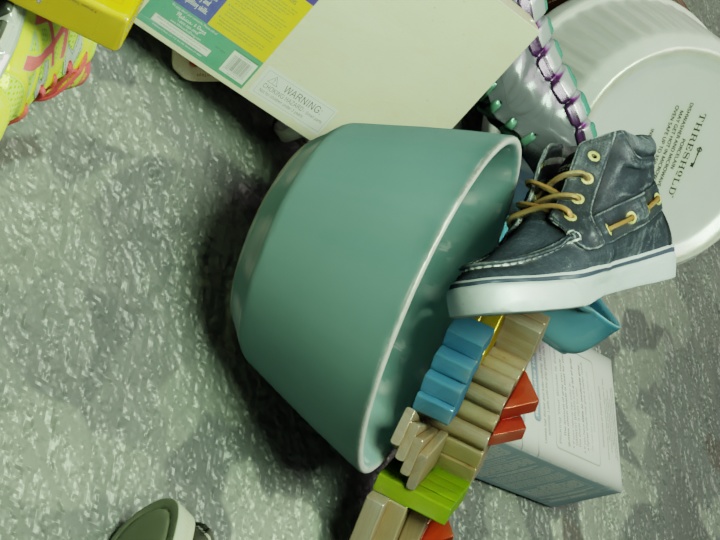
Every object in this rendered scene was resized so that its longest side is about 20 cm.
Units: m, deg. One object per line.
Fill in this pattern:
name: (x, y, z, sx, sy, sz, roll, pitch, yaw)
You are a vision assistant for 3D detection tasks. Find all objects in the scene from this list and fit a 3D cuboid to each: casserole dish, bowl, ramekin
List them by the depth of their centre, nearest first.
bowl: (0.000, 0.000, 0.916, 0.201, 0.105, 0.201, -60, 166, -26)
casserole dish: (0.101, -0.001, 1.085, 0.121, 0.039, 0.200, 35, 10, -14)
ramekin: (0.193, -0.091, 1.168, 0.202, 0.202, 0.094, 52, -4, -29)

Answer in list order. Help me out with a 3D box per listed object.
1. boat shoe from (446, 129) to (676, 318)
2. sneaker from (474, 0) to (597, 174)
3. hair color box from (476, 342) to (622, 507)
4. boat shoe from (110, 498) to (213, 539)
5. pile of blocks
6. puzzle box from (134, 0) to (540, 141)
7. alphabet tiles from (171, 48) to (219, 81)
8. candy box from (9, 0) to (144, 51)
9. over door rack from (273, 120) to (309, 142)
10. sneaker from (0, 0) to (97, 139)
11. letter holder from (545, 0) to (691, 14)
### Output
boat shoe: (0.109, -0.027, 0.936, 0.200, 0.071, 0.091, -13, 95, -52)
sneaker: (0.078, -0.117, 1.013, 0.087, 0.074, 0.200, -25, 105, -17)
hair color box: (0.097, 0.085, 1.102, 0.200, 0.061, 0.099, 27, 53, -48)
boat shoe: (-0.100, 0.198, 0.752, 0.061, 0.072, 0.201, 47, 39, -28)
pile of blocks: (0.060, 0.090, 0.953, 0.200, 0.062, 0.082, -65, 168, -6)
puzzle box: (-0.014, -0.142, 0.926, 0.200, 0.133, 0.025, 32, 23, -29)
alphabet tiles: (-0.040, -0.195, 0.913, 0.015, 0.200, 0.196, -112, -156, -56)
candy box: (-0.181, -0.179, 0.754, 0.200, 0.026, 0.102, 25, 49, -7)
over door rack: (0.023, -0.147, 1.029, 0.200, 0.067, 0.148, -46, 119, -21)
sneaker: (-0.163, -0.106, 0.796, 0.090, 0.078, 0.200, 50, 41, -41)
letter holder: (0.204, -0.114, 1.272, 0.200, 0.142, 0.101, 55, 37, -26)
